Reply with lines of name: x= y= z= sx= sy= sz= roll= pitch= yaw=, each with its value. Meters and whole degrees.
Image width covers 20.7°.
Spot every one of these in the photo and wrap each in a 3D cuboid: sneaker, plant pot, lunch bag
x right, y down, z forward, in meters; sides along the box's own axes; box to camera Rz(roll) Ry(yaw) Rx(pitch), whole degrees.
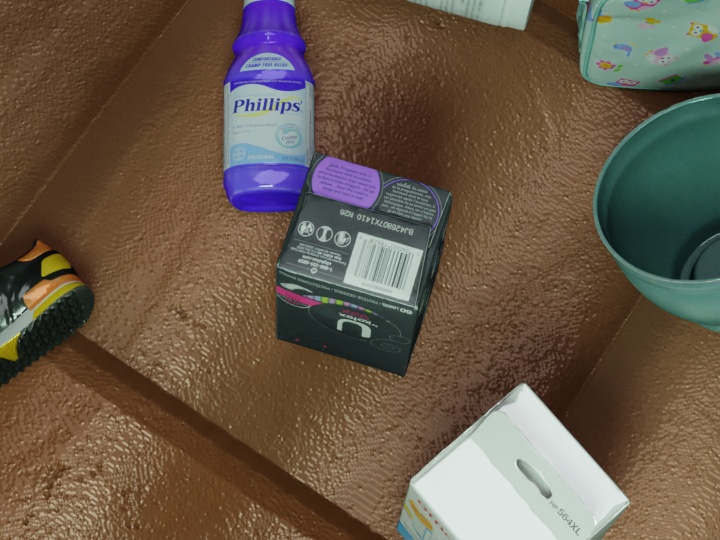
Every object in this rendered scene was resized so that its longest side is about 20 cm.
sneaker: x=-0.330 y=0.050 z=1.686 sx=0.200 sy=0.070 sz=0.090 roll=-33 pitch=60 yaw=-12
plant pot: x=0.311 y=-0.031 z=1.669 sx=0.199 sy=0.134 sz=0.201 roll=-14 pitch=48 yaw=16
lunch bag: x=0.265 y=-0.229 z=1.719 sx=0.159 sy=0.200 sz=0.077 roll=3 pitch=69 yaw=2

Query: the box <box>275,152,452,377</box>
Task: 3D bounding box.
box: x=0.000 y=0.000 z=1.633 sx=0.122 sy=0.200 sz=0.107 roll=17 pitch=72 yaw=4

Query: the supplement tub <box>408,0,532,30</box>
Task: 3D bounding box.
supplement tub: x=0.070 y=-0.303 z=1.775 sx=0.199 sy=0.132 sz=0.133 roll=17 pitch=72 yaw=4

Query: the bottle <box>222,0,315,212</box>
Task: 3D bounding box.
bottle: x=-0.081 y=-0.154 z=1.754 sx=0.083 sy=0.065 sz=0.201 roll=0 pitch=71 yaw=0

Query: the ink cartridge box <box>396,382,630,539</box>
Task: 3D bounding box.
ink cartridge box: x=0.118 y=0.192 z=1.572 sx=0.125 sy=0.200 sz=0.129 roll=-39 pitch=76 yaw=-13
